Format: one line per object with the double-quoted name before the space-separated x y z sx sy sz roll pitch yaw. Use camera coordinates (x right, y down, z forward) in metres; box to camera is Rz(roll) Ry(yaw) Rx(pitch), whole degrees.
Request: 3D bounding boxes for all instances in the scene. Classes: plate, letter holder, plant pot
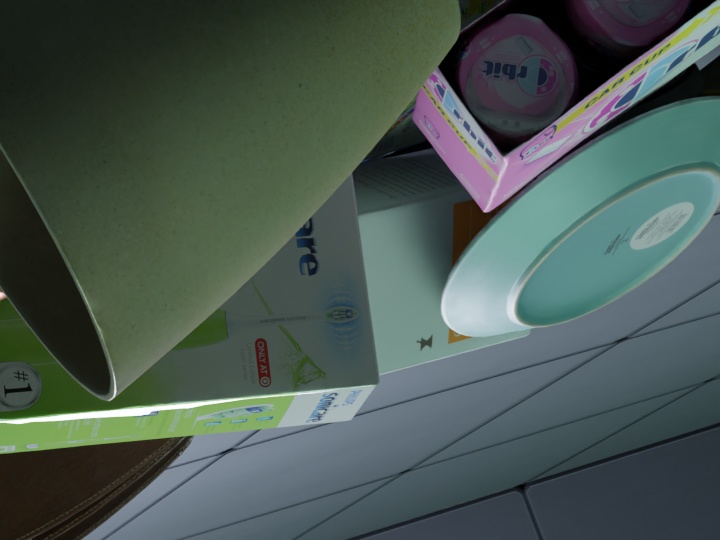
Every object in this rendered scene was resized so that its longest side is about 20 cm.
"plate" 0.133 -0.020 1.412 0.200 0.026 0.200 -27 156 -13
"letter holder" -0.166 0.100 1.535 0.200 0.142 0.100 -35 -157 -32
"plant pot" -0.066 -0.080 1.043 0.200 0.188 0.187 -32 172 -16

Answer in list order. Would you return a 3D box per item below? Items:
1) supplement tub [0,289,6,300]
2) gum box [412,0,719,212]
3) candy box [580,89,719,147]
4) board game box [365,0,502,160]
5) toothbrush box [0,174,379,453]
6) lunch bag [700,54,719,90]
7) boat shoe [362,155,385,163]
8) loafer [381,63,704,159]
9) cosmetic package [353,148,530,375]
"supplement tub" -0.259 0.004 1.167 0.199 0.123 0.123 -23 169 11
"gum box" 0.125 -0.122 1.296 0.200 0.066 0.114 -36 172 -9
"candy box" 0.158 -0.065 1.583 0.116 0.057 0.200 -24 -168 -12
"board game box" -0.009 -0.095 1.377 0.134 0.034 0.200 -18 169 -14
"toothbrush box" -0.102 0.005 1.296 0.199 0.146 0.086 -4 166 -12
"lunch bag" 0.307 -0.124 1.618 0.199 0.118 0.164 -10 166 -21
"boat shoe" -0.029 0.007 1.558 0.200 0.071 0.070 -51 161 -41
"loafer" 0.098 -0.099 1.537 0.199 0.063 0.072 -20 -159 14
"cosmetic package" 0.000 0.000 1.450 0.200 0.102 0.071 -14 -154 -34
